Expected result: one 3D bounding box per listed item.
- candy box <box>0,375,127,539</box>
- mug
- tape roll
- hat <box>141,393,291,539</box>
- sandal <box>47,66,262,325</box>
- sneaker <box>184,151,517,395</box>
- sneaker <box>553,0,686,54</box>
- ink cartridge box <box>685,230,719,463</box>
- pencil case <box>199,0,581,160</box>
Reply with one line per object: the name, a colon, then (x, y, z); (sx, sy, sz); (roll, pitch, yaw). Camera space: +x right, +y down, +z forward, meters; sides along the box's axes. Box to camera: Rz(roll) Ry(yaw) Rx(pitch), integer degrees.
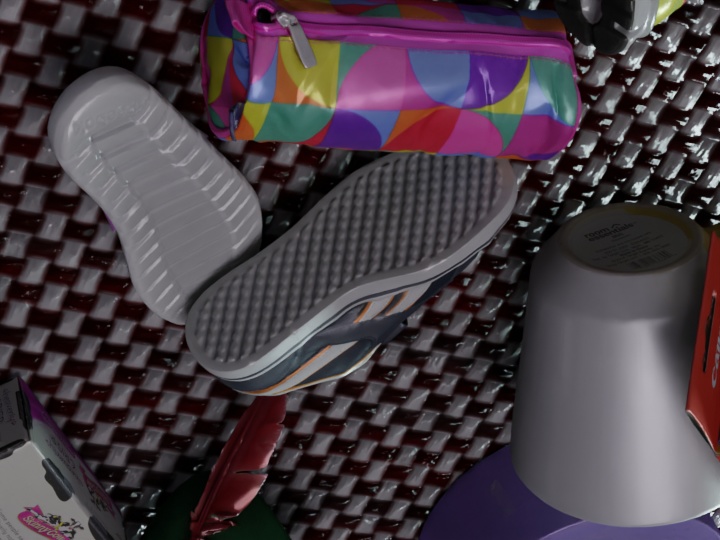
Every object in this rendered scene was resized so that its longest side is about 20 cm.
candy box: (-0.254, 0.162, 1.058); (0.200, 0.061, 0.136); (-25, 131, 2)
mug: (0.165, 0.035, 1.076); (0.149, 0.187, 0.153); (5, 124, 18)
tape roll: (0.144, 0.204, 1.217); (0.200, 0.085, 0.200); (-9, 130, -12)
hat: (-0.109, 0.137, 1.100); (0.200, 0.166, 0.176); (-23, 94, -17)
sandal: (-0.106, -0.045, 0.949); (0.082, 0.050, 0.203); (-36, 144, -9)
sneaker: (0.000, 0.000, 1.002); (0.200, 0.078, 0.079); (-30, 154, 3)
sneaker: (0.144, -0.212, 0.892); (0.090, 0.078, 0.200); (-24, 132, -31)
ink cartridge box: (0.237, 0.066, 1.014); (0.050, 0.109, 0.200); (1, 157, 27)
pencil case: (0.015, -0.101, 0.921); (0.200, 0.088, 0.088); (1, 127, -24)
